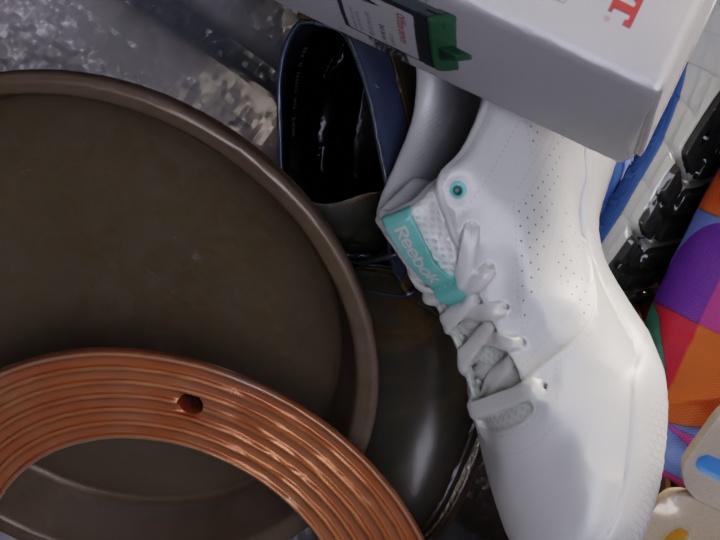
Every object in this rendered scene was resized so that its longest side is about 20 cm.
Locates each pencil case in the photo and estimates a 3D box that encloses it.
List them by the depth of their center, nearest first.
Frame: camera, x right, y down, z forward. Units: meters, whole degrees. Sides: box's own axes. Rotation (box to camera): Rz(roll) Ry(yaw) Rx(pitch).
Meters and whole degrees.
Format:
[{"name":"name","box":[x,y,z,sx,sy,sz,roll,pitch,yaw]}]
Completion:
[{"name":"pencil case","box":[0.148,-0.011,0.928,0.088,0.088,0.200,26,95,-14]}]

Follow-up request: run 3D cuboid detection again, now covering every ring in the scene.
[{"name":"ring","box":[-0.066,0.107,0.959,0.200,0.019,0.201,7,124,11]}]

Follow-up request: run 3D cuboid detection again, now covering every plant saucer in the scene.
[{"name":"plant saucer","box":[-0.088,0.016,0.934,0.200,0.029,0.200,9,124,13]}]

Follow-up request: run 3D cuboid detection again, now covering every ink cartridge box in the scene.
[{"name":"ink cartridge box","box":[0.029,-0.144,0.846,0.200,0.084,0.146,25,78,4]}]

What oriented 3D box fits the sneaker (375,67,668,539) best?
[{"name":"sneaker","box":[0.043,0.003,0.891,0.088,0.075,0.200,6,73,-44]}]

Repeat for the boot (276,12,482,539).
[{"name":"boot","box":[0.000,0.000,0.949,0.075,0.097,0.200,5,92,33]}]

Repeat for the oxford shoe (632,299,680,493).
[{"name":"oxford shoe","box":[0.130,0.105,1.015,0.071,0.071,0.200,-9,100,-13]}]

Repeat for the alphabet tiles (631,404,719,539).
[{"name":"alphabet tiles","box":[0.192,0.092,0.902,0.196,0.015,0.200,25,114,-16]}]

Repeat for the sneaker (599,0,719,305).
[{"name":"sneaker","box":[0.097,-0.075,0.966,0.089,0.079,0.200,25,97,26]}]
